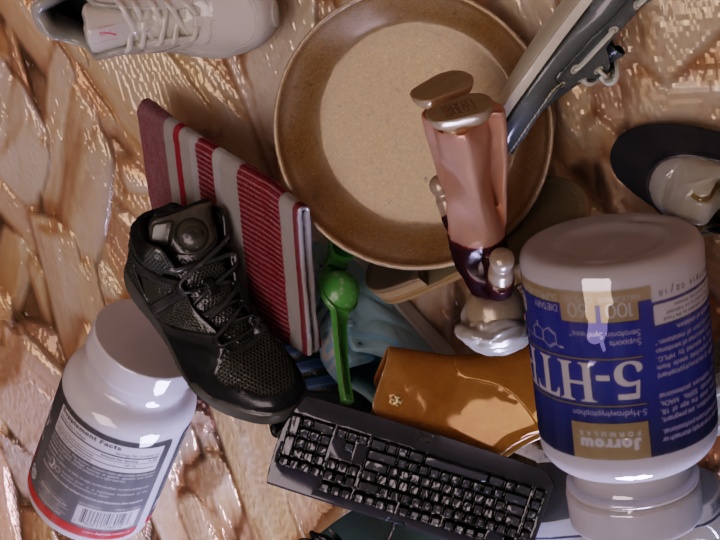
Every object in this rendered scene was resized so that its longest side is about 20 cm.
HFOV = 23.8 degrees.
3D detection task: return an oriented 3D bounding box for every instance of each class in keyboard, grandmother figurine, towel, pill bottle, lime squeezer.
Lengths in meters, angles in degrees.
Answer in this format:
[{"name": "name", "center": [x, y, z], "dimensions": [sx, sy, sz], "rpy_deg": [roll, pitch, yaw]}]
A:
[{"name": "keyboard", "center": [0.029, 0.174, 1.241], "dimensions": [0.200, 0.021, 0.127], "rpy_deg": [17, 107, 0]}, {"name": "grandmother figurine", "center": [0.080, -0.025, 1.138], "dimensions": [0.061, 0.121, 0.200], "rpy_deg": [-13, 122, 0]}, {"name": "towel", "center": [-0.099, -0.034, 1.305], "dimensions": [0.200, 0.023, 0.144], "rpy_deg": [33, 141, 38]}, {"name": "pill bottle", "center": [-0.205, 0.128, 1.449], "dimensions": [0.116, 0.116, 0.200], "rpy_deg": [33, 126, 11]}, {"name": "lime squeezer", "center": [0.000, 0.000, 1.275], "dimensions": [0.071, 0.038, 0.200], "rpy_deg": [11, 81, 37]}, {"name": "pill bottle", "center": [0.173, 0.073, 1.123], "dimensions": [0.120, 0.120, 0.200], "rpy_deg": [2, 111, 29]}]

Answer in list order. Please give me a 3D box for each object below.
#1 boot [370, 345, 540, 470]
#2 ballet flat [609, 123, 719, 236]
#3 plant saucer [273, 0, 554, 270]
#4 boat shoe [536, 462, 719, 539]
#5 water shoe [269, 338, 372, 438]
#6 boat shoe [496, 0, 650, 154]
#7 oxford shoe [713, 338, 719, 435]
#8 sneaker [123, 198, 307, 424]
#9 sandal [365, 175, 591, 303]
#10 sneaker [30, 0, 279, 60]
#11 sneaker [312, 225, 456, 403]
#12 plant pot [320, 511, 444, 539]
[{"name": "boot", "center": [0.088, 0.078, 1.240], "dimensions": [0.144, 0.071, 0.201], "rpy_deg": [22, 110, -9]}, {"name": "ballet flat", "center": [0.252, -0.047, 1.127], "dimensions": [0.200, 0.073, 0.073], "rpy_deg": [20, 123, 20]}, {"name": "plant saucer", "center": [0.039, -0.101, 1.211], "dimensions": [0.200, 0.035, 0.200], "rpy_deg": [3, 103, 13]}, {"name": "boat shoe", "center": [0.183, 0.197, 1.301], "dimensions": [0.202, 0.075, 0.086], "rpy_deg": [-6, 121, 24]}, {"name": "water shoe", "center": [-0.050, 0.092, 1.355], "dimensions": [0.200, 0.079, 0.072], "rpy_deg": [38, 148, 7]}, {"name": "boat shoe", "center": [0.150, -0.146, 1.120], "dimensions": [0.062, 0.073, 0.200], "rpy_deg": [32, 113, -7]}, {"name": "oxford shoe", "center": [0.235, 0.100, 1.215], "dimensions": [0.058, 0.075, 0.200], "rpy_deg": [46, 127, -14]}, {"name": "sneaker", "center": [-0.112, 0.024, 1.276], "dimensions": [0.199, 0.076, 0.114], "rpy_deg": [50, 155, 28]}, {"name": "sandal", "center": [0.102, -0.008, 1.248], "dimensions": [0.212, 0.078, 0.070], "rpy_deg": [-17, 137, 42]}, {"name": "sneaker", "center": [-0.157, -0.184, 1.266], "dimensions": [0.200, 0.099, 0.078], "rpy_deg": [5, 117, 28]}, {"name": "sneaker", "center": [-0.008, 0.042, 1.313], "dimensions": [0.200, 0.082, 0.074], "rpy_deg": [41, 127, 5]}, {"name": "plant pot", "center": [0.047, 0.249, 1.339], "dimensions": [0.200, 0.200, 0.135], "rpy_deg": [33, 105, 11]}]
